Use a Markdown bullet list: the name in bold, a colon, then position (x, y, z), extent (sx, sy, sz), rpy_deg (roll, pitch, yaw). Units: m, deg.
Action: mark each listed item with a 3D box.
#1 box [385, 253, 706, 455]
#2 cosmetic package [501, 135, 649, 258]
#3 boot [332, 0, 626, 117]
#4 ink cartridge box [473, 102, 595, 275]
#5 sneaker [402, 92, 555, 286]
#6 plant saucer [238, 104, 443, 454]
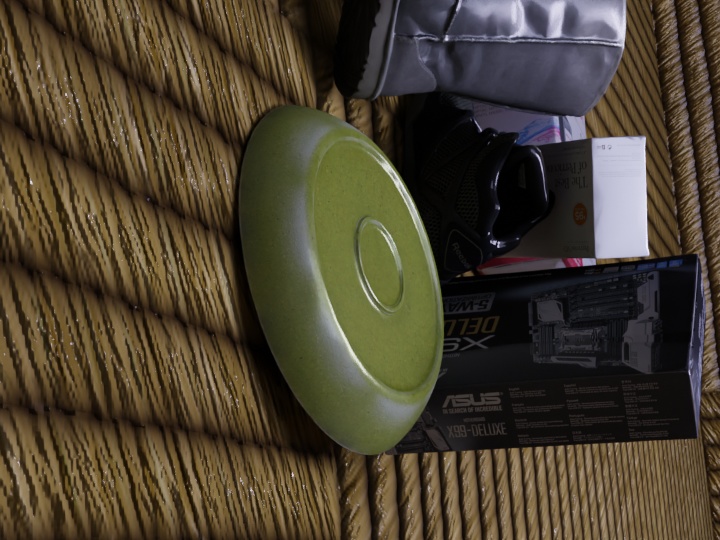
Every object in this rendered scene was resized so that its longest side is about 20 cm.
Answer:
- **box**: position (0.120, 0.053, 0.869), extent (0.158, 0.197, 0.050), rpy_deg (-58, 139, -59)
- **cosmetic package**: position (0.133, -0.050, 0.984), extent (0.199, 0.050, 0.084), rpy_deg (180, -95, -66)
- **boot**: position (0.090, -0.179, 0.847), extent (0.073, 0.197, 0.184), rpy_deg (-118, -144, -46)
- **ink cartridge box**: position (0.153, -0.076, 1.190), extent (0.148, 0.084, 0.203), rpy_deg (40, 47, -62)
- **sneaker**: position (0.085, -0.076, 0.949), extent (0.077, 0.113, 0.201), rpy_deg (55, 29, -32)
- **plant saucer**: position (0.000, 0.000, 0.751), extent (0.200, 0.031, 0.202), rpy_deg (43, 39, -47)
